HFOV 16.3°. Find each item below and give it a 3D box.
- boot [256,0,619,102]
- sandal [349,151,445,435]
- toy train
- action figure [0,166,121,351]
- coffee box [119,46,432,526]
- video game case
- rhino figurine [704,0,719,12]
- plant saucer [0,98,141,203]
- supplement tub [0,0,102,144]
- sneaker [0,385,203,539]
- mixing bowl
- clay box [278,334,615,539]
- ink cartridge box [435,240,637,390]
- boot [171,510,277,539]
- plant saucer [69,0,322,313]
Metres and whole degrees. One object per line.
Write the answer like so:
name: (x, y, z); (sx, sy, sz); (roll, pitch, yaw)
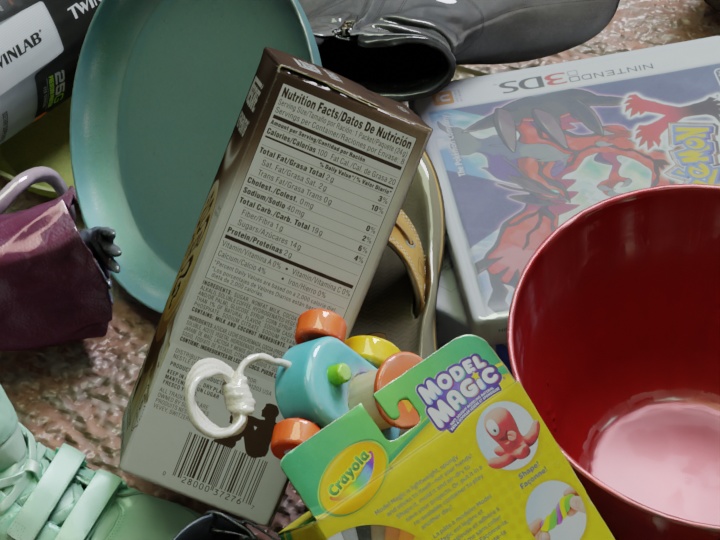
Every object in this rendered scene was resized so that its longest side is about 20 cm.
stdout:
boot: (0.047, -0.125, 1.351); (0.199, 0.070, 0.132); (-9, 19, 4)
sandal: (0.000, 0.000, 1.270); (0.080, 0.054, 0.201); (-14, 62, 22)
toy train: (0.006, 0.114, 1.083); (0.055, 0.201, 0.150); (-18, 7, 39)
action figure: (-0.225, 0.008, 1.282); (0.199, 0.135, 0.149); (-16, 42, -13)
coffee box: (-0.043, 0.004, 1.187); (0.079, 0.201, 0.113); (21, 6, -8)
video game case: (0.129, -0.047, 1.316); (0.181, 0.023, 0.201); (-10, 41, -3)
rhino figurine: (0.268, -0.156, 1.427); (0.199, 0.087, 0.060); (27, 82, 30)
plant saucer: (-0.136, -0.101, 1.461); (0.198, 0.031, 0.201); (-5, 44, 4)
supplement tub: (-0.179, -0.162, 1.420); (0.200, 0.123, 0.122); (-37, 50, -27)
sneaker: (-0.156, 0.100, 1.185); (0.199, 0.119, 0.074); (11, 44, 17)
mixing bowl: (0.161, 0.069, 1.168); (0.199, 0.109, 0.201); (2, 49, -2)
clay box: (0.053, 0.138, 1.046); (0.115, 0.048, 0.201); (-32, 90, -25)
ink cartridge box: (0.078, -0.002, 1.318); (0.199, 0.042, 0.119); (27, 52, 35)
boot: (-0.030, 0.137, 1.109); (0.074, 0.097, 0.200); (23, 53, 30)
plant saucer: (-0.082, -0.076, 1.315); (0.027, 0.201, 0.200); (-1, 30, -44)
